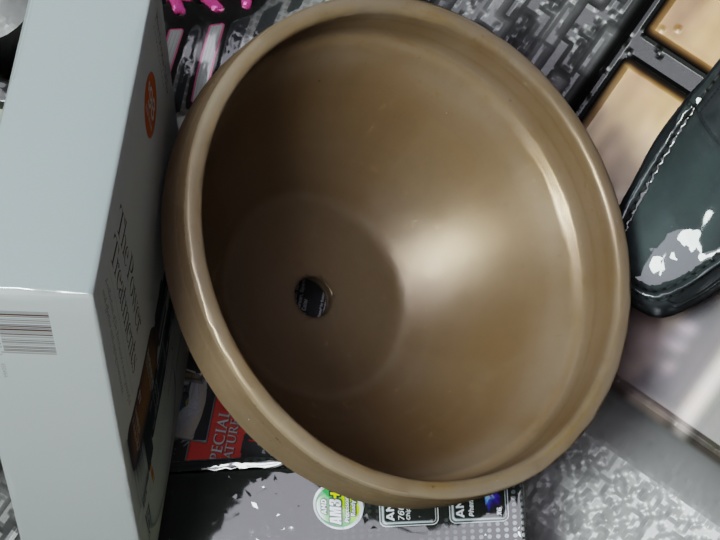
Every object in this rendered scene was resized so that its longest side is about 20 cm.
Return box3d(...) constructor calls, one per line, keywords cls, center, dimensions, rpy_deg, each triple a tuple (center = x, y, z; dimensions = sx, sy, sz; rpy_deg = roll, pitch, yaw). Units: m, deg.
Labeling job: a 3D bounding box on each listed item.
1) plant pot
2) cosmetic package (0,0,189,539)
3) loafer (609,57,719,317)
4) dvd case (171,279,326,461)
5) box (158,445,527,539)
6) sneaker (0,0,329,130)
box3d(cls="plant pot", center=(0.000, 0.000, 1.058), dimensions=(0.200, 0.093, 0.201), rpy_deg=(10, 70, -30))
box3d(cls="cosmetic package", center=(-0.100, 0.008, 1.011), dimensions=(0.052, 0.200, 0.151), rpy_deg=(2, 54, 4))
box3d(cls="loafer", center=(0.167, -0.068, 1.083), dimensions=(0.068, 0.070, 0.201), rpy_deg=(40, 92, 16))
box3d(cls="dvd case", center=(-0.097, 0.020, 1.156), dimensions=(0.199, 0.022, 0.146), rpy_deg=(8, 82, 13))
box3d(cls="box", center=(-0.025, 0.174, 1.081), dimensions=(0.193, 0.048, 0.201), rpy_deg=(-2, 81, 4))
box3d(cls="sneaker", center=(-0.086, -0.098, 1.093), dimensions=(0.200, 0.074, 0.088), rpy_deg=(-26, 119, 2))
